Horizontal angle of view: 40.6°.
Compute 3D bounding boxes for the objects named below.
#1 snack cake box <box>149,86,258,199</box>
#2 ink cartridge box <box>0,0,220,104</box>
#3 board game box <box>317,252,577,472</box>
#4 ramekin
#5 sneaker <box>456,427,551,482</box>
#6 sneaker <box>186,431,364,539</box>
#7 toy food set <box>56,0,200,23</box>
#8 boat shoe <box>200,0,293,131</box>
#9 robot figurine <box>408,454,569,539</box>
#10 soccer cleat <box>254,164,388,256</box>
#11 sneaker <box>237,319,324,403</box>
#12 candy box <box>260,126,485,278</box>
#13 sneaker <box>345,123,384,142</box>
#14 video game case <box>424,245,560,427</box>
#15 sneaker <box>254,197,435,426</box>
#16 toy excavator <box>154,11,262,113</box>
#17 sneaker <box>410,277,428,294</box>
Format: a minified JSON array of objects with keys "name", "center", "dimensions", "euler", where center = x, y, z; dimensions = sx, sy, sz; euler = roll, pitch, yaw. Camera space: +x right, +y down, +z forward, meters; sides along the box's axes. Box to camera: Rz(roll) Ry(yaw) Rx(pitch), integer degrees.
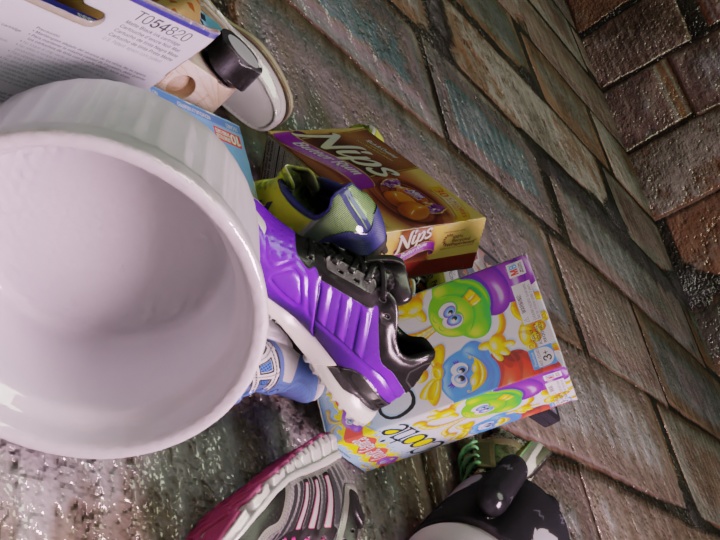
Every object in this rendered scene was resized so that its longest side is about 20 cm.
[{"name":"snack cake box","center":[-0.161,-0.071,0.715],"dimensions":[0.199,0.067,0.116],"euler":[18,48,-56]},{"name":"ink cartridge box","center":[-0.208,-0.114,0.511],"dimensions":[0.199,0.198,0.041],"euler":[12,54,-60]},{"name":"board game box","center":[0.068,0.082,0.820],"dimensions":[0.105,0.198,0.104],"euler":[50,22,-61]},{"name":"ramekin","center":[-0.147,-0.004,0.532],"dimensions":[0.201,0.199,0.098],"euler":[48,20,-27]},{"name":"sneaker","center":[0.125,0.208,1.012],"dimensions":[0.088,0.078,0.199],"euler":[36,18,21]},{"name":"sneaker","center":[-0.047,0.179,0.670],"dimensions":[0.088,0.073,0.200],"euler":[57,20,4]},{"name":"toy food set","center":[-0.220,-0.189,0.640],"dimensions":[0.199,0.049,0.197],"euler":[36,32,19]},{"name":"boat shoe","center":[-0.145,-0.202,0.883],"dimensions":[0.200,0.074,0.069],"euler":[47,31,-11]},{"name":"robot figurine","center":[0.109,0.250,0.830],"dimensions":[0.199,0.124,0.152],"euler":[-23,87,-59]},{"name":"soccer cleat","center":[-0.052,-0.057,0.789],"dimensions":[0.065,0.199,0.084],"euler":[-39,123,-22]},{"name":"sneaker","center":[-0.097,0.065,0.718],"dimensions":[0.200,0.075,0.078],"euler":[36,61,-47]},{"name":"candy box","center":[0.007,-0.066,0.890],"dimensions":[0.115,0.057,0.200],"euler":[-8,37,-34]},{"name":"sneaker","center":[0.013,-0.057,1.029],"dimensions":[0.105,0.075,0.202],"euler":[52,35,-46]},{"name":"video game case","center":[0.132,0.047,1.013],"dimensions":[0.199,0.025,0.182],"euler":[36,34,-40]},{"name":"sneaker","center":[-0.017,0.009,0.699],"dimensions":[0.201,0.099,0.070],"euler":[53,15,-19]},{"name":"toy excavator","center":[-0.197,-0.223,0.793],"dimensions":[0.194,0.100,0.201],"euler":[26,29,-52]},{"name":"sneaker","center":[0.039,0.055,0.961],"dimensions":[0.078,0.079,0.202],"euler":[40,34,-40]}]
